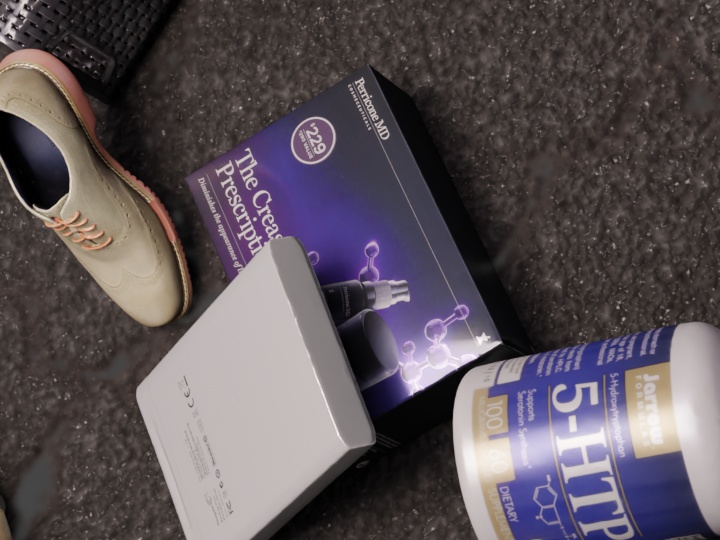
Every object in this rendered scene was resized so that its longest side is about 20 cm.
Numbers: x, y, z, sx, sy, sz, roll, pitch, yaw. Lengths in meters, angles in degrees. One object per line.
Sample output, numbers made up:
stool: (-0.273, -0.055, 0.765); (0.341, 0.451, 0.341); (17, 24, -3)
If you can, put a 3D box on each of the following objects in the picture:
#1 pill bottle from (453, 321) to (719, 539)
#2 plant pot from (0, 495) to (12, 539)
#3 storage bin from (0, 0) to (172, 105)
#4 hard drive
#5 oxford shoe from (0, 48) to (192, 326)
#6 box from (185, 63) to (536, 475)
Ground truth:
pill bottle: (0.163, 0.093, 1.331); (0.199, 0.120, 0.120); (-13, 72, 20)
plant pot: (-0.329, 0.177, 1.481); (0.182, 0.200, 0.201); (-34, 67, 10)
storage bin: (-0.235, -0.206, 1.566); (0.200, 0.135, 0.094); (32, 91, 26)
hard drive: (-0.066, 0.085, 1.417); (0.200, 0.027, 0.132); (-46, 60, 50)
oxford shoe: (-0.176, -0.037, 1.484); (0.071, 0.074, 0.200); (-24, 112, 27)
box: (0.000, 0.000, 1.449); (0.141, 0.079, 0.201); (-30, 67, 11)
